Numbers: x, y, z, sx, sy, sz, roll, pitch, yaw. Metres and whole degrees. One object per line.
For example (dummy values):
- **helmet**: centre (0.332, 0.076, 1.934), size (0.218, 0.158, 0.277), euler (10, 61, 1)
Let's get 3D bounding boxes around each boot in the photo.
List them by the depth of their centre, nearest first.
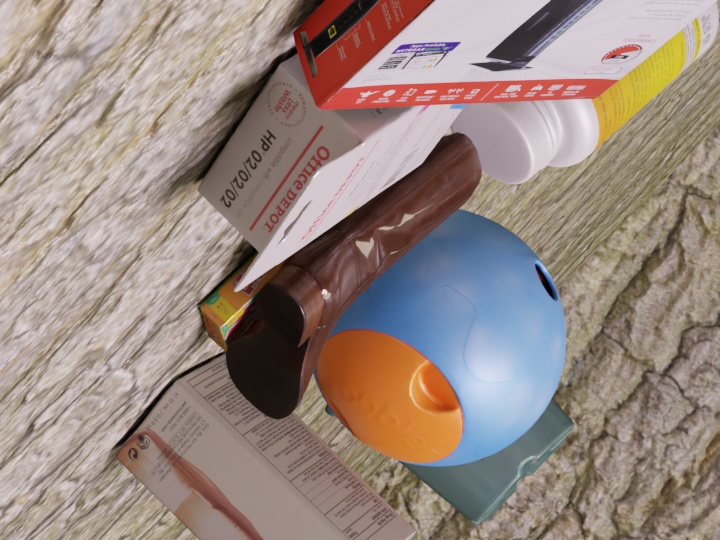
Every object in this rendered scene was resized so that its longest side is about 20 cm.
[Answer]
- **boot**: centre (0.000, 0.000, 1.737), size (0.200, 0.064, 0.186), euler (-44, 171, -30)

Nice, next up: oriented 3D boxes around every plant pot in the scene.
- **plant pot**: centre (0.103, 0.145, 2.586), size (0.200, 0.196, 0.200), euler (-44, 170, -10)

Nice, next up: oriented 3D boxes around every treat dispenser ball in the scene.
- **treat dispenser ball**: centre (0.059, 0.052, 1.934), size (0.201, 0.201, 0.201), euler (-44, 171, -9)

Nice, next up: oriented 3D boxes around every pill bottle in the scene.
- **pill bottle**: centre (0.155, -0.148, 1.767), size (0.200, 0.109, 0.109), euler (-41, 170, -28)

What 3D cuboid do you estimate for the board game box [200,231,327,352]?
- **board game box**: centre (-0.031, -0.026, 1.738), size (0.200, 0.030, 0.096), euler (-47, 171, -9)

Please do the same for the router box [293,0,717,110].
- **router box**: centre (0.093, -0.150, 1.315), size (0.200, 0.049, 0.179), euler (-5, 158, -36)

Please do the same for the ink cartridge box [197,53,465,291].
- **ink cartridge box**: centre (-0.015, -0.080, 1.419), size (0.200, 0.068, 0.115), euler (-37, 168, -48)

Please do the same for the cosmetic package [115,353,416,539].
- **cosmetic package**: centre (-0.070, 0.166, 1.853), size (0.087, 0.200, 0.103), euler (-50, 170, 22)
